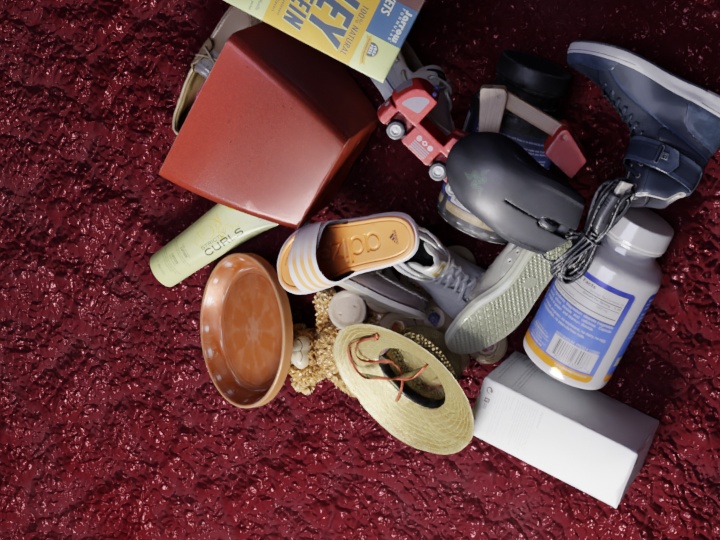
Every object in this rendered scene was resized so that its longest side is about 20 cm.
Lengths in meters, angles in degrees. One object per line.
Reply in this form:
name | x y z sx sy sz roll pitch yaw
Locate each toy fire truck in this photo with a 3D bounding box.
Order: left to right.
toy fire truck | 0.131 -0.149 1.391 0.200 0.049 0.141 43 110 -9

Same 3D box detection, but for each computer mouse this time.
computer mouse | 0.179 -0.073 1.360 0.198 0.053 0.139 29 116 -7

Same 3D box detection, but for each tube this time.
tube | -0.197 -0.049 1.720 0.199 0.052 0.058 -32 128 24

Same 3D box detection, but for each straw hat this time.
straw hat | 0.071 0.115 1.537 0.199 0.085 0.203 26 140 23

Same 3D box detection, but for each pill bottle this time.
pill bottle | 0.167 -0.142 1.475 0.111 0.112 0.202 27 113 18
pill bottle | 0.273 0.024 1.463 0.111 0.112 0.202 31 113 17

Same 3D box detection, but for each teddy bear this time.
teddy bear | -0.020 0.095 1.653 0.197 0.067 0.147 4 102 25

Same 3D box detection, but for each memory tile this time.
memory tile | 0.069 0.068 1.593 0.198 0.017 0.155 -22 87 12

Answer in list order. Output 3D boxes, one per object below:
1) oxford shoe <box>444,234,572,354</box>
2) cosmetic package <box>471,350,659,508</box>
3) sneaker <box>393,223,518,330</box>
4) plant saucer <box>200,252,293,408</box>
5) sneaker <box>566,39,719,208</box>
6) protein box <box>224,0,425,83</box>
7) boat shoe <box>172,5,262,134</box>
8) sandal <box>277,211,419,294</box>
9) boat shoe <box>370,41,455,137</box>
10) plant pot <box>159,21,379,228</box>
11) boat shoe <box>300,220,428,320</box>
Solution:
oxford shoe | 0.165 0.016 1.475 0.201 0.075 0.058 -53 40 23
cosmetic package | 0.239 0.183 1.519 0.198 0.113 0.082 28 115 20
sneaker | 0.102 0.012 1.519 0.199 0.116 0.074 35 96 7
plant saucer | -0.146 0.078 1.695 0.199 0.032 0.204 5 96 51
sneaker | 0.290 -0.155 1.409 0.201 0.077 0.148 30 93 17
protein box | -0.027 -0.340 1.443 0.198 0.199 0.136 26 115 -8
boat shoe | -0.183 -0.252 1.647 0.073 0.069 0.202 35 115 22
sandal | -0.029 -0.026 1.494 0.205 0.059 0.080 -17 85 35
boat shoe | 0.073 -0.206 1.498 0.070 0.071 0.201 -46 42 16
plant pot | -0.094 -0.168 1.563 0.175 0.200 0.201 35 116 6
boat shoe | 0.000 0.000 1.566 0.198 0.072 0.060 24 82 24
